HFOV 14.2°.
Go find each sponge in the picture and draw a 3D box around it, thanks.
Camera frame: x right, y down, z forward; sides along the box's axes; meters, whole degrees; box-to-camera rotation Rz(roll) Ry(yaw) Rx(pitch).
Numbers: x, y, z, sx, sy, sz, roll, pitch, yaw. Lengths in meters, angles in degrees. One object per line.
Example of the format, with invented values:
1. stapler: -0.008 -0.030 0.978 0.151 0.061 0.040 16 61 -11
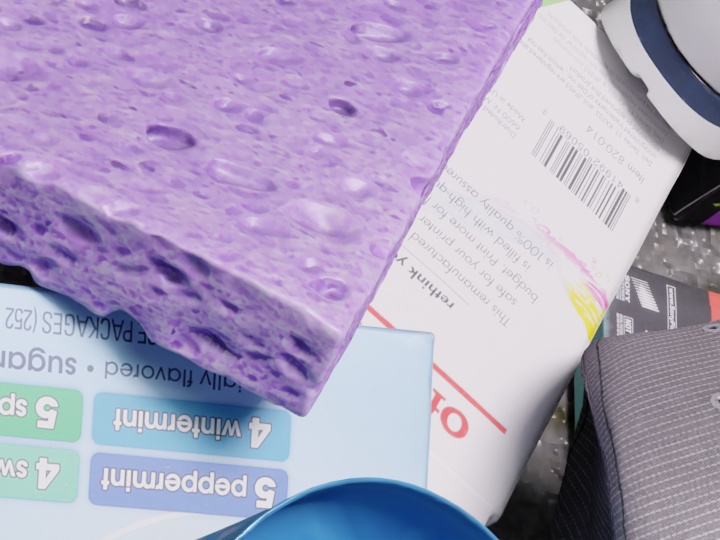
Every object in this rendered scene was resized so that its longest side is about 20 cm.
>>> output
1. sponge: -0.026 -0.053 0.694 0.111 0.030 0.200 25 36 4

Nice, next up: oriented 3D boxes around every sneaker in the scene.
1. sneaker: 0.149 -0.093 0.859 0.076 0.080 0.200 48 34 3

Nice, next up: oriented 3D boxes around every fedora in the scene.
1. fedora: 0.092 0.070 0.731 0.090 0.178 0.200 10 33 0

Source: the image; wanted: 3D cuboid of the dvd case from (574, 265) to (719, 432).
1. dvd case: 0.148 0.089 0.863 0.199 0.022 0.147 16 59 -27

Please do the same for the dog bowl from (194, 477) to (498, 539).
1. dog bowl: 0.016 0.129 0.619 0.200 0.049 0.112 45 60 -26

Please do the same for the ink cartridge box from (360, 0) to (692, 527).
1. ink cartridge box: 0.000 0.000 0.773 0.117 0.067 0.200 42 50 -12

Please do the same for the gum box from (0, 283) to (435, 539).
1. gum box: -0.072 0.105 0.634 0.169 0.045 0.201 8 81 -24

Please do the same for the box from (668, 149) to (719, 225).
1. box: 0.175 -0.079 0.958 0.199 0.036 0.144 5 64 -35
